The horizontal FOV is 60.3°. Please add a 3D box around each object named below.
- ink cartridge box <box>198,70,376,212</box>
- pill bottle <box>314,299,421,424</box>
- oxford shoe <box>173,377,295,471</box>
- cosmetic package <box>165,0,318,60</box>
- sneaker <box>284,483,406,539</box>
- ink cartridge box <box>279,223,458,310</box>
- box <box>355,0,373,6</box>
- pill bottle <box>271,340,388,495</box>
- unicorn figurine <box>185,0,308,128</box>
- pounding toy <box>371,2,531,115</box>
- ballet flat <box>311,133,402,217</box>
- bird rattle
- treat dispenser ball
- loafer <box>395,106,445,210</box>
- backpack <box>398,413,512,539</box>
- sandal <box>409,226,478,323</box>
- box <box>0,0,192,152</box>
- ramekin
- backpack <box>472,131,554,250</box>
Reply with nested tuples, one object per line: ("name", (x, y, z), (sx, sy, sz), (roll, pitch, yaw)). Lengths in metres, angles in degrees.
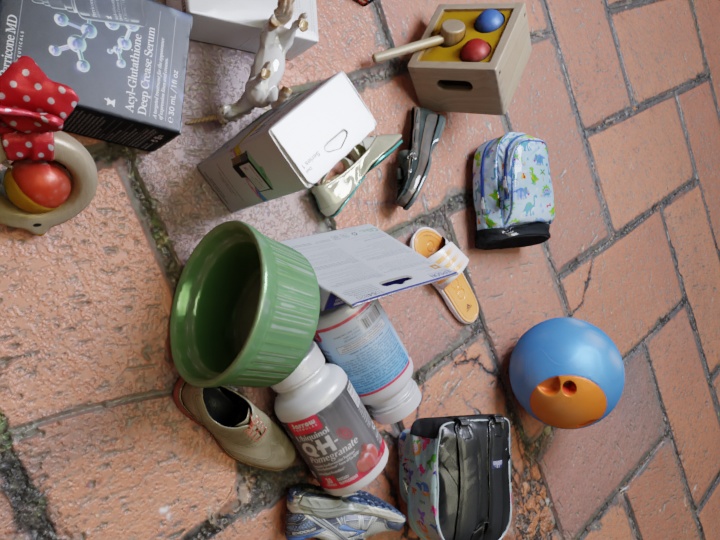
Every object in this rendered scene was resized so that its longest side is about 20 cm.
("ink cartridge box", (-0.098, -0.162, 0.805), (0.145, 0.200, 0.084), (-48, 114, -30))
("pill bottle", (0.010, 0.124, 0.917), (0.109, 0.109, 0.201), (-40, 109, -33))
("oxford shoe", (-0.152, 0.206, 0.805), (0.200, 0.075, 0.071), (42, 63, -27))
("cosmetic package", (-0.162, -0.372, 0.854), (0.199, 0.081, 0.114), (0, 85, -36))
("sneaker", (-0.025, 0.366, 0.899), (0.199, 0.077, 0.086), (19, 84, -27))
("ink cartridge box", (0.000, 0.000, 0.872), (0.199, 0.200, 0.041), (-14, 123, -37))
("box", (-0.050, -0.530, 0.980), (0.199, 0.038, 0.137), (17, 76, -35))
("pill bottle", (-0.051, 0.201, 0.862), (0.111, 0.110, 0.201), (-39, 109, -33))
("unicorn figurine", (-0.127, -0.255, 0.799), (0.074, 0.137, 0.201), (35, 81, -24))
("pounding toy", (0.158, -0.364, 1.043), (0.185, 0.199, 0.142), (-65, 149, -23))
("ballet flat", (-0.007, -0.167, 0.964), (0.070, 0.069, 0.200), (52, 58, -22))
("bird rattle", (-0.352, -0.110, 0.641), (0.200, 0.113, 0.163), (-43, 147, 6))
("treat dispenser ball", (0.374, 0.187, 1.130), (0.200, 0.200, 0.202), (4, 83, -37))
("loafer", (0.086, -0.192, 1.043), (0.063, 0.072, 0.201), (27, 61, -11))
("backpack", (0.151, 0.332, 0.978), (0.177, 0.150, 0.201), (5, 75, -34))
("sandal", (0.165, 0.006, 1.078), (0.207, 0.059, 0.079), (53, 58, -21))
("box", (-0.310, -0.239, 0.709), (0.199, 0.107, 0.149), (8, 81, -36))
("ramekin", (-0.140, 0.048, 0.759), (0.097, 0.199, 0.201), (19, 74, -42))
("backpack", (0.281, -0.152, 1.146), (0.162, 0.154, 0.201), (-2, 74, -31))
